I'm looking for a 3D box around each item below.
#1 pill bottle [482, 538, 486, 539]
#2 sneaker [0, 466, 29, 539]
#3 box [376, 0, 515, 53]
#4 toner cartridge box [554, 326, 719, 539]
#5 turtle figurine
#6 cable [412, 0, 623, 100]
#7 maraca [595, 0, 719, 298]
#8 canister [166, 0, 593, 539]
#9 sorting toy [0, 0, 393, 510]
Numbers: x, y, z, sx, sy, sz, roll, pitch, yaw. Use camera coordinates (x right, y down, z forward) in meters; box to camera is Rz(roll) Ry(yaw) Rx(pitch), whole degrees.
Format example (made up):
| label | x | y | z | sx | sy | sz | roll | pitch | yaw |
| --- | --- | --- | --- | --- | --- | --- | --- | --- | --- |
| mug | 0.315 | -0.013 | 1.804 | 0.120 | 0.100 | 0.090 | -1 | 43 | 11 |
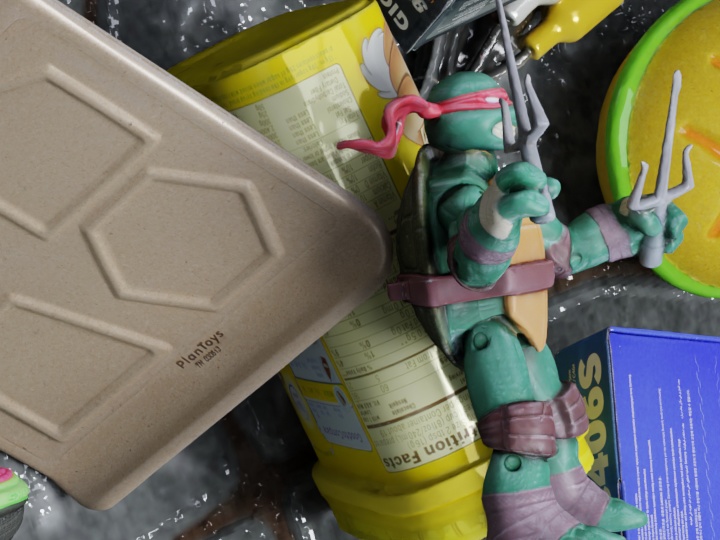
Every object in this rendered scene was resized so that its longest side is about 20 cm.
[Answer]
| label | x | y | z | sx | sy | sz | roll | pitch | yaw |
| --- | --- | --- | --- | --- | --- | --- | --- | --- | --- |
| pill bottle | 0.160 | 0.107 | 1.295 | 0.199 | 0.113 | 0.114 | -20 | 97 | -35 |
| sneaker | -0.198 | 0.140 | 1.076 | 0.200 | 0.077 | 0.084 | -42 | 127 | -27 |
| box | 0.057 | -0.199 | 1.254 | 0.199 | 0.046 | 0.159 | -28 | 79 | -34 |
| toner cartridge box | 0.133 | 0.127 | 1.178 | 0.095 | 0.043 | 0.201 | 6 | 71 | -28 |
| turtle figurine | 0.061 | 0.000 | 1.065 | 0.149 | 0.100 | 0.201 | -14 | 97 | -58 |
| cable | 0.046 | -0.093 | 1.268 | 0.097 | 0.050 | 0.201 | 41 | 64 | -22 |
| maraca | 0.184 | -0.067 | 1.329 | 0.199 | 0.107 | 0.138 | -27 | 109 | -34 |
| canister | 0.000 | 0.000 | 1.169 | 0.086 | 0.148 | 0.201 | -28 | 100 | -16 |
| sorting toy | -0.117 | -0.013 | 1.087 | 0.200 | 0.185 | 0.037 | 35 | 32 | -26 |
